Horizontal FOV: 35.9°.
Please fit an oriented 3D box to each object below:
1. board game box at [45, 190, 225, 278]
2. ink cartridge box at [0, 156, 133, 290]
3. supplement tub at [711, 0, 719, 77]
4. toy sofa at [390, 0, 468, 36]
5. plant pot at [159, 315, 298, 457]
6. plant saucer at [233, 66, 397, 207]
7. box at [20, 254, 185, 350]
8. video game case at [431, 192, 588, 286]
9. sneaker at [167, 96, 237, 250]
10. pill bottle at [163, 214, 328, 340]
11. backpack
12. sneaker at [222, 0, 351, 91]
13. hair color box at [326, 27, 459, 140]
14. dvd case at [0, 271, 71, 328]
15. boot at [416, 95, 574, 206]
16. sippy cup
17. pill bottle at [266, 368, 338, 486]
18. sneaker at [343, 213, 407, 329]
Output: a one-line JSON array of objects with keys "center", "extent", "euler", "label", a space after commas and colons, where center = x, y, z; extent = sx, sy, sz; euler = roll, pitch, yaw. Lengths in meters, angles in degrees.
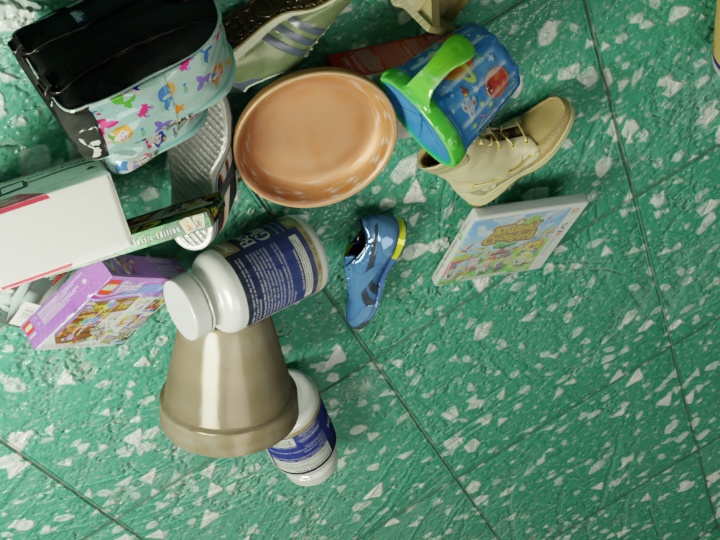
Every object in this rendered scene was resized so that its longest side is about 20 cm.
[{"center": [-0.256, -0.043, 1.262], "extent": [0.198, 0.105, 0.024], "euler": [-17, 108, 6], "label": "board game box"}, {"center": [-0.335, -0.058, 1.204], "extent": [0.144, 0.200, 0.085], "euler": [-20, 107, -13], "label": "ink cartridge box"}, {"center": [0.554, -0.355, 1.499], "extent": [0.144, 0.146, 0.201], "euler": [-24, 140, -8], "label": "supplement tub"}, {"center": [0.118, -0.374, 1.268], "extent": [0.200, 0.098, 0.083], "euler": [-52, 161, 24], "label": "toy sofa"}, {"center": [-0.183, 0.127, 1.533], "extent": [0.198, 0.200, 0.175], "euler": [-11, 120, -23], "label": "plant pot"}, {"center": [-0.055, -0.161, 1.321], "extent": [0.198, 0.038, 0.201], "euler": [-10, 137, -10], "label": "plant saucer"}, {"center": [-0.313, 0.039, 1.387], "extent": [0.137, 0.039, 0.200], "euler": [-41, 167, 13], "label": "box"}, {"center": [0.224, -0.045, 1.682], "extent": [0.198, 0.022, 0.183], "euler": [-9, 150, -25], "label": "video game case"}, {"center": [-0.187, -0.131, 1.329], "extent": [0.078, 0.079, 0.202], "euler": [14, 113, 8], "label": "sneaker"}, {"center": [-0.149, 0.012, 1.436], "extent": [0.199, 0.111, 0.112], "euler": [-26, 144, -30], "label": "pill bottle"}, {"center": [-0.228, -0.211, 1.135], "extent": [0.199, 0.178, 0.151], "euler": [-35, 145, -10], "label": "backpack"}, {"center": [-0.079, -0.273, 1.256], "extent": [0.199, 0.067, 0.090], "euler": [-30, 149, 0], "label": "sneaker"}, {"center": [0.058, -0.227, 1.387], "extent": [0.198, 0.064, 0.112], "euler": [-14, 137, -17], "label": "hair color box"}, {"center": [-0.451, -0.004, 1.334], "extent": [0.199, 0.022, 0.146], "euler": [21, 118, -43], "label": "dvd case"}, {"center": [0.183, -0.182, 1.503], "extent": [0.200, 0.073, 0.155], "euler": [-38, 145, 19], "label": "boot"}, {"center": [0.111, -0.213, 1.295], "extent": [0.130, 0.178, 0.140], "euler": [-41, 111, -5], "label": "sippy cup"}, {"center": [-0.101, 0.253, 1.751], "extent": [0.115, 0.116, 0.201], "euler": [-25, 141, -6], "label": "pill bottle"}, {"center": [0.000, 0.000, 1.596], "extent": [0.078, 0.066, 0.201], "euler": [5, 130, -21], "label": "sneaker"}]
